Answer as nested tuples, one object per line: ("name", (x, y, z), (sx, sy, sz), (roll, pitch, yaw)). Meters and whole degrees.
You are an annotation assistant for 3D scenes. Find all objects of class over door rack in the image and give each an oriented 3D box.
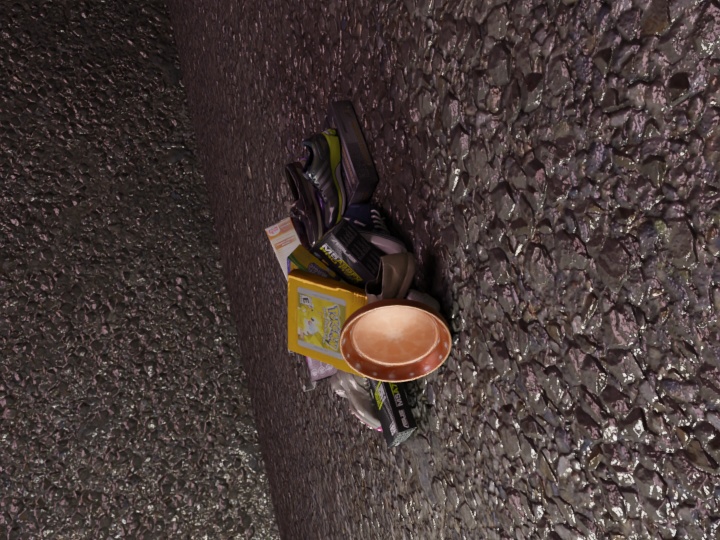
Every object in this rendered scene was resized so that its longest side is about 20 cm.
("over door rack", (-0.117, 0.204, 1.712), (0.202, 0.065, 0.149), (-59, 43, 31))

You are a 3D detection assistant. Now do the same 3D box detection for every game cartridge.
("game cartridge", (-0.059, 0.105, 1.241), (0.195, 0.032, 0.182), (16, 116, 28))

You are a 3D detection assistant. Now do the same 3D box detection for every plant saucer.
("plant saucer", (0.060, 0.120, 1.086), (0.033, 0.193, 0.204), (-90, 9, -47))

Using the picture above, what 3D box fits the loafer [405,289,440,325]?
("loafer", (0.086, 0.112, 1.157), (0.069, 0.070, 0.203), (36, 134, 16))

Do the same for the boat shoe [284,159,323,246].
("boat shoe", (-0.132, -0.151, 1.439), (0.072, 0.063, 0.207), (167, 92, -68))

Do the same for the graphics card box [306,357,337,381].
("graphics card box", (-0.089, 0.167, 1.588), (0.123, 0.050, 0.206), (-20, 79, 29))

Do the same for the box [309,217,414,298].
("box", (0.000, 0.000, 1.231), (0.200, 0.044, 0.160), (45, 159, -8))

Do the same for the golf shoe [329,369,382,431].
("golf shoe", (0.007, 0.284, 1.451), (0.199, 0.074, 0.093), (42, 107, 35))

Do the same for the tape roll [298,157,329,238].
("tape roll", (-0.099, -0.172, 1.521), (0.199, 0.064, 0.207), (168, 91, -69))

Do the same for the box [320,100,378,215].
("box", (-0.033, -0.232, 1.345), (0.159, 0.047, 0.205), (122, 134, -59))

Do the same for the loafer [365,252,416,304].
("loafer", (0.037, 0.052, 1.120), (0.076, 0.066, 0.205), (-103, 31, -64))

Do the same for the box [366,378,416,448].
("box", (0.055, 0.255, 1.304), (0.201, 0.046, 0.198), (100, 155, -67))

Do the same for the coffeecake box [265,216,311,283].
("coffeecake box", (-0.154, -0.026, 1.559), (0.154, 0.071, 0.205), (-62, -51, -84))

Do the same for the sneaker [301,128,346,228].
("sneaker", (-0.081, -0.189, 1.313), (0.074, 0.079, 0.207), (-166, 68, -66))

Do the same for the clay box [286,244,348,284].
("clay box", (-0.067, 0.046, 1.300), (0.199, 0.048, 0.116), (40, 156, 14))

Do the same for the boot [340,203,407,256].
("boot", (0.026, -0.082, 1.230), (0.197, 0.092, 0.073), (16, 161, 42))
